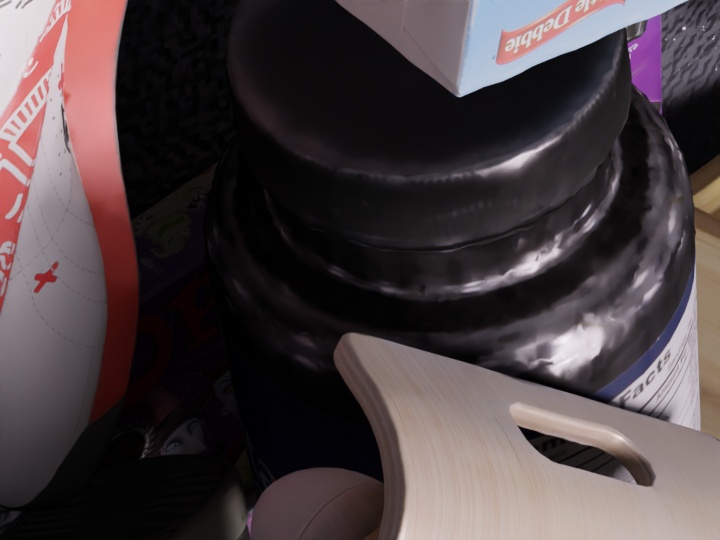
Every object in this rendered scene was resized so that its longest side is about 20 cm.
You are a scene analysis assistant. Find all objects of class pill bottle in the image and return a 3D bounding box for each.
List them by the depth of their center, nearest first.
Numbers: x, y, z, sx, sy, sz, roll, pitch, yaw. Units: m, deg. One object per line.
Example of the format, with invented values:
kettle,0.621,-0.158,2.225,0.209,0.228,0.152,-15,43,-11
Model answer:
pill bottle,0.024,0.014,0.687,0.112,0.112,0.200,-35,143,-21

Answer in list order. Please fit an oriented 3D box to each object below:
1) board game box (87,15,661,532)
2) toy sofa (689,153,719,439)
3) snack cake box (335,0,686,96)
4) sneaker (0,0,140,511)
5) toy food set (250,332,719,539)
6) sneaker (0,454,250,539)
board game box,0.000,0.000,0.772,0.200,0.032,0.120,-36,141,-21
toy sofa,0.152,-0.007,0.862,0.200,0.083,0.098,-35,145,-42
snack cake box,0.061,-0.122,0.635,0.200,0.115,0.067,-25,140,-34
sneaker,-0.100,-0.025,0.588,0.108,0.067,0.202,-20,134,-37
toy food set,-0.005,0.114,0.619,0.143,0.060,0.200,18,107,-51
sneaker,-0.067,0.126,0.644,0.200,0.075,0.106,-39,118,-57
